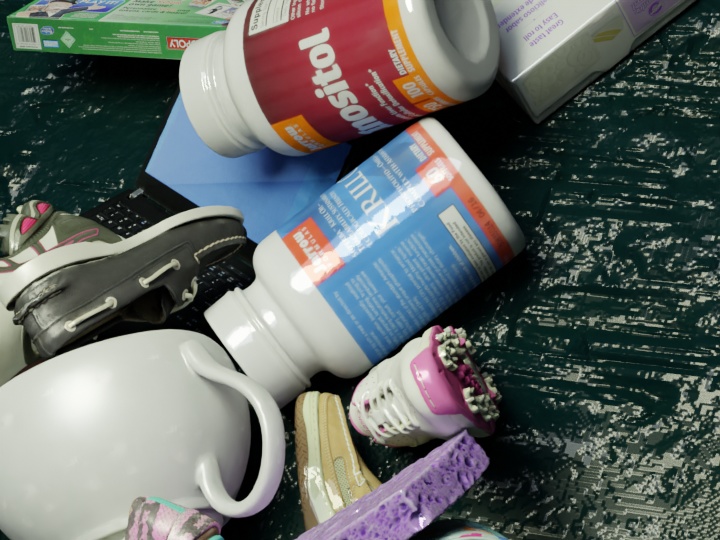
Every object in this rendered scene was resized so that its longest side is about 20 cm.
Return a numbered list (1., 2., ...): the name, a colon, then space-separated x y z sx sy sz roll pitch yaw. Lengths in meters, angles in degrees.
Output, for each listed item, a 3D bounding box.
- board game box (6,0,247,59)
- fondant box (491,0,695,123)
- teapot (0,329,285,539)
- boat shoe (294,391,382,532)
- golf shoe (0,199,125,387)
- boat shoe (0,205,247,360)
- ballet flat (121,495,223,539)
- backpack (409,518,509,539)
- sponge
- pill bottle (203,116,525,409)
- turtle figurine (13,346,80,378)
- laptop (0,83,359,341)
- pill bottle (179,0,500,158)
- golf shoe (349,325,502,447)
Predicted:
1. board game box: -0.139 -0.192 1.929 0.199 0.029 0.135 6 26 29
2. fondant box: 0.120 -0.217 1.849 0.144 0.058 0.200 -38 53 0
3. teapot: -0.147 0.135 1.685 0.197 0.200 0.147 -19 72 -7
4. boat shoe: 0.005 0.165 1.664 0.076 0.072 0.201 -13 65 3
5. golf shoe: -0.213 0.023 1.729 0.088 0.077 0.200 12 39 11
6. boat shoe: -0.143 0.008 1.703 0.074 0.200 0.060 -42 74 39
7. ballet flat: -0.137 0.220 1.630 0.071 0.201 0.069 32 34 24
8. backpack: 0.044 0.246 1.513 0.200 0.151 0.178 -45 96 -2
9. sponge: -0.020 0.167 1.549 0.200 0.112 0.030 -36 90 28
10. pill bottle: 0.000 0.000 1.734 0.200 0.112 0.112 -38 52 -1
11. turtle figurine: -0.305 0.080 1.798 0.144 0.199 0.194 -49 14 42
12. laptop: -0.128 -0.046 1.824 0.200 0.104 0.177 -30 44 -32
13. pill bottle: -0.017 -0.142 1.752 0.199 0.113 0.113 -18 53 31
14. golf shoe: 0.036 0.082 1.625 0.091 0.200 0.076 -27 85 5
